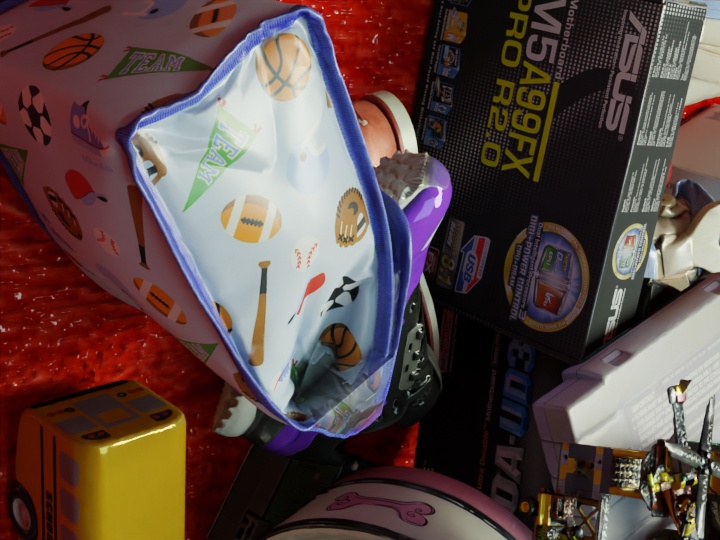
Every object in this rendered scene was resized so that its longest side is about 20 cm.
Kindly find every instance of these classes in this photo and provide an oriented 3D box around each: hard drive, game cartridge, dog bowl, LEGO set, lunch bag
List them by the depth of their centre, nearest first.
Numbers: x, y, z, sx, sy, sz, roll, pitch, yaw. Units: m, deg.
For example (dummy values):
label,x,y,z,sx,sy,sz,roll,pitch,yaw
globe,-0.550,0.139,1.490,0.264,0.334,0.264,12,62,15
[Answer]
label,x,y,z,sx,sy,sz,roll,pitch,yaw
lunch bag,-0.071,-0.031,0.627,0.124,0.170,0.201,-37,129,-22
LEGO set,0.182,0.146,0.674,0.199,0.115,0.155,20,77,-38
dog bowl,0.031,0.194,0.762,0.074,0.198,0.202,-48,138,-47
game cartridge,0.177,0.086,0.769,0.199,0.038,0.131,-27,104,-37
hard drive,-0.018,0.184,0.867,0.200,0.038,0.141,29,85,-48

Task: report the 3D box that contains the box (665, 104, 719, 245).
label,x,y,z,sx,sy,sz,roll,pitch,yaw
box,0.280,-0.002,1.023,0.109,0.127,0.202,-28,124,-33

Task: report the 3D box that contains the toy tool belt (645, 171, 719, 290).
label,x,y,z,sx,sy,sz,roll,pitch,yaw
toy tool belt,0.198,-0.005,0.917,0.122,0.125,0.201,-2,125,-14

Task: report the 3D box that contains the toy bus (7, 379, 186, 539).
label,x,y,z,sx,sy,sz,roll,pitch,yaw
toy bus,-0.132,0.159,0.709,0.065,0.078,0.202,-15,117,-41

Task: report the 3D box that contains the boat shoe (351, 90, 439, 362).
label,x,y,z,sx,sy,sz,roll,pitch,yaw
boat shoe,0.000,0.000,0.783,0.062,0.071,0.202,-22,121,-29

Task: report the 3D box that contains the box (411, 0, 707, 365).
label,x,y,z,sx,sy,sz,roll,pitch,yaw
box,0.097,-0.067,0.787,0.044,0.160,0.202,-3,110,-44

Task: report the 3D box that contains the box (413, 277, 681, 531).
label,x,y,z,sx,sy,sz,roll,pitch,yaw
box,0.107,0.104,0.836,0.046,0.158,0.202,16,79,-47

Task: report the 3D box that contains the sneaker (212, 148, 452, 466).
label,x,y,z,sx,sy,sz,roll,pitch,yaw
sneaker,0.008,0.029,0.729,0.099,0.070,0.201,29,122,-12

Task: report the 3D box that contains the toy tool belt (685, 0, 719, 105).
label,x,y,z,sx,sy,sz,roll,pitch,yaw
toy tool belt,0.219,-0.178,0.893,0.199,0.125,0.124,-18,128,-40
